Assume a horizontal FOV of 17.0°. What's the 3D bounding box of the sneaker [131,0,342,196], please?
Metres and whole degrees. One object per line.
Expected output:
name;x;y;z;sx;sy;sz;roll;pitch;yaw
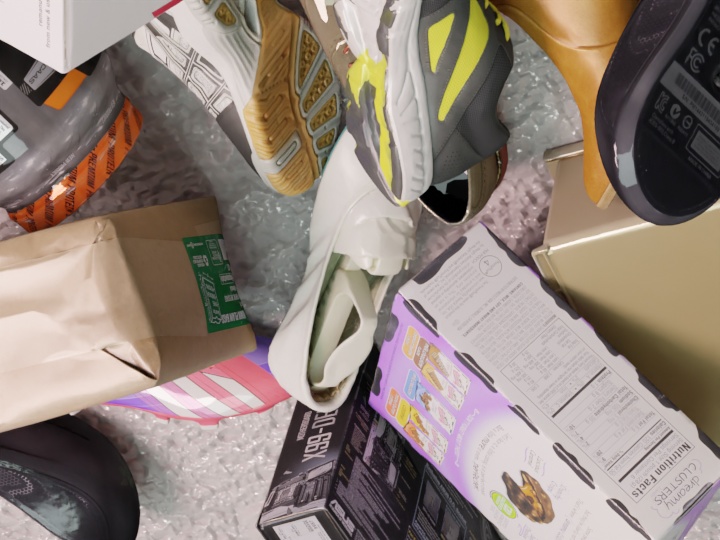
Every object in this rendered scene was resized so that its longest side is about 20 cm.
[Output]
sneaker;-0.079;-0.129;1.360;0.088;0.076;0.200;11;140;38

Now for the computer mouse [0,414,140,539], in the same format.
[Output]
computer mouse;-0.214;0.115;1.550;0.200;0.139;0.053;34;110;-24

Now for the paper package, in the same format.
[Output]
paper package;-0.179;0.031;1.388;0.190;0.200;0.104;-14;90;14

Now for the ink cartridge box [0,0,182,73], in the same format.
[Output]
ink cartridge box;-0.175;-0.201;1.223;0.200;0.145;0.084;29;135;25

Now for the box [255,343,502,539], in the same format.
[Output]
box;0.020;0.168;1.499;0.050;0.158;0.200;-19;122;25

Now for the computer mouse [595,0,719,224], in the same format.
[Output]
computer mouse;0.179;-0.113;1.231;0.138;0.200;0.053;43;164;-35

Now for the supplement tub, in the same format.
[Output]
supplement tub;-0.225;-0.121;1.356;0.122;0.123;0.200;-32;115;31

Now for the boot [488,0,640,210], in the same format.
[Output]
boot;0.098;-0.142;1.287;0.144;0.071;0.202;15;112;4

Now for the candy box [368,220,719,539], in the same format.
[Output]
candy box;0.104;0.092;1.385;0.200;0.072;0.168;44;159;13

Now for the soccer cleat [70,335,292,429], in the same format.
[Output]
soccer cleat;-0.131;0.051;1.507;0.200;0.067;0.077;1;123;16

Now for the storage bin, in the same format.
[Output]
storage bin;0.229;0.009;1.368;0.200;0.094;0.199;-16;123;23

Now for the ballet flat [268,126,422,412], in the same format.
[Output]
ballet flat;0.000;0.000;1.415;0.069;0.069;0.200;20;120;-2

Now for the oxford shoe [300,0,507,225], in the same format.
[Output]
oxford shoe;0.019;-0.115;1.321;0.070;0.075;0.200;-30;105;21

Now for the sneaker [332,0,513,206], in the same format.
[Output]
sneaker;0.035;-0.132;1.243;0.085;0.074;0.200;-21;131;-24
